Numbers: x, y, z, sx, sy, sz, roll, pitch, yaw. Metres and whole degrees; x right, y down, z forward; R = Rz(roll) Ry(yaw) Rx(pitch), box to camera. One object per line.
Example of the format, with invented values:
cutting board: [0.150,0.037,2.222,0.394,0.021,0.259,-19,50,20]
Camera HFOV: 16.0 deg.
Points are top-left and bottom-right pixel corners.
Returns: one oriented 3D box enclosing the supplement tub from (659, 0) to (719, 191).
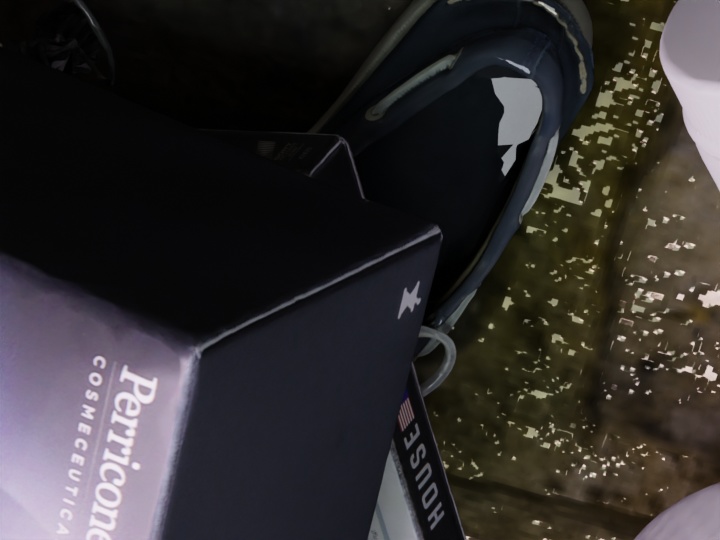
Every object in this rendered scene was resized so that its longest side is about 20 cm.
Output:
supplement tub: [0.177,-0.002,0.665,0.132,0.132,0.200,-22,113,21]

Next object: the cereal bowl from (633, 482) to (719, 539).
cereal bowl: [0.136,0.153,0.675,0.200,0.083,0.200,21,136,22]

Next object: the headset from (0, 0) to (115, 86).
headset: [-0.068,-0.142,0.676,0.123,0.094,0.200,11,106,3]

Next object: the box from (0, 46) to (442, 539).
box: [-0.109,0.054,0.651,0.198,0.123,0.200,22,114,22]

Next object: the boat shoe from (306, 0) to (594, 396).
boat shoe: [0.000,0.000,0.738,0.075,0.062,0.200,36,120,-11]

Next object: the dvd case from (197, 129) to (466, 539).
dvd case: [-0.071,0.025,0.742,0.200,0.025,0.150,4,125,34]
